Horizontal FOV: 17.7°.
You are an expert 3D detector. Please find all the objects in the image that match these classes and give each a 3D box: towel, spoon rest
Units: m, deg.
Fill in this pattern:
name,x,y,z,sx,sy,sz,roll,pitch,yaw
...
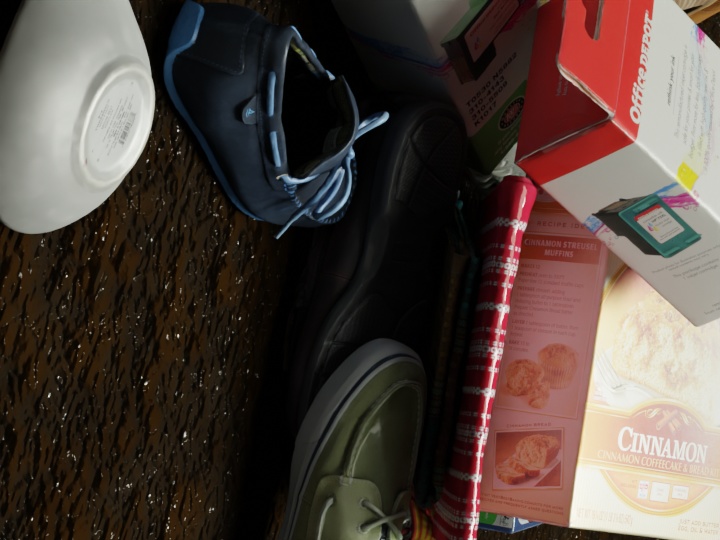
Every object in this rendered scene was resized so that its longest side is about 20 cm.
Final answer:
name,x,y,z,sx,sy,sz,roll,pitch,yaw
towel,0.045,0.040,1.321,0.200,0.022,0.147,-97,-165,-78
spoon rest,-0.104,-0.110,0.946,0.201,0.060,0.099,-65,157,-5
towel,0.066,0.051,1.240,0.145,0.022,0.201,112,-14,-87

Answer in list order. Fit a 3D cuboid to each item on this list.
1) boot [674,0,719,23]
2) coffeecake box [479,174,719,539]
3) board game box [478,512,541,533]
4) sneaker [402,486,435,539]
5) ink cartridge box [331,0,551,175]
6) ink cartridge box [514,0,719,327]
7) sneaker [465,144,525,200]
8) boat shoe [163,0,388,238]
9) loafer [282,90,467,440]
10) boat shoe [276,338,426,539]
name,x,y,z,sx,sy,sz,roll,pitch,yaw
boot,0.227,-0.191,1.408,0.200,0.155,0.077,88,-18,-82
coffeecake box,0.153,0.049,1.330,0.153,0.073,0.201,13,85,-46
board game box,0.131,0.112,1.671,0.200,0.034,0.136,-1,98,-69
sneaker,0.013,0.193,1.346,0.200,0.073,0.077,-45,149,-53
ink cartridge box,0.062,-0.168,1.251,0.145,0.084,0.200,-49,151,-11
ink cartridge box,0.148,-0.077,1.218,0.200,0.067,0.117,40,44,-30
sneaker,0.089,-0.078,1.431,0.200,0.073,0.071,-26,111,-67
boat shoe,-0.034,-0.064,1.126,0.200,0.068,0.085,38,62,-67
loafer,0.000,0.000,1.249,0.072,0.063,0.201,14,98,-43
boat shoe,-0.004,0.136,1.216,0.072,0.062,0.201,15,97,-41
